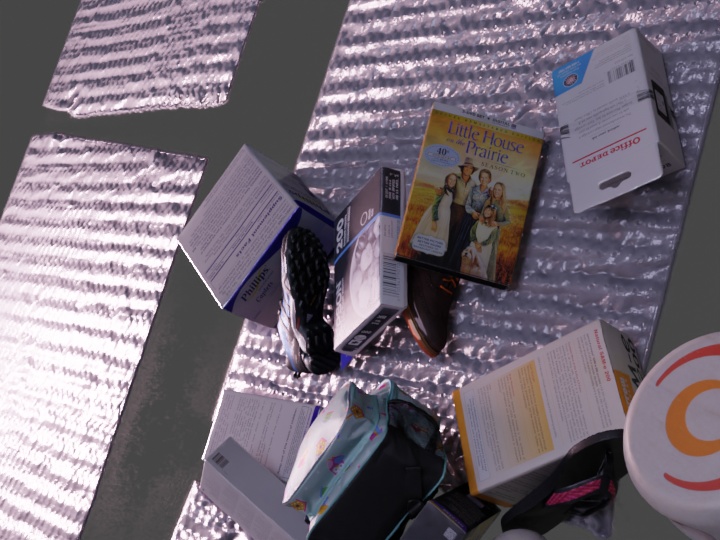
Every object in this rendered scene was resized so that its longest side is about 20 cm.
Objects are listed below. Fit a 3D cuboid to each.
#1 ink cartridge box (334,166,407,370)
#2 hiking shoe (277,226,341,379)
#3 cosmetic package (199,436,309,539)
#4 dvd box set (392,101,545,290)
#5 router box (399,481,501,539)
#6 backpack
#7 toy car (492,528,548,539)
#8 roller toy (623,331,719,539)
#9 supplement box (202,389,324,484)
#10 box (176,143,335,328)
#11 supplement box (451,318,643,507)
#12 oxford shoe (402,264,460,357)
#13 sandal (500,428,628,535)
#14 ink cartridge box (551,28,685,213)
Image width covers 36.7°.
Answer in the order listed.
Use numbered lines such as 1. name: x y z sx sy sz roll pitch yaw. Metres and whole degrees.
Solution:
1. ink cartridge box: 0.000 0.000 1.397 0.200 0.043 0.200 131 145 -53
2. hiking shoe: -0.087 0.044 1.466 0.086 0.074 0.202 -13 81 48
3. cosmetic package: -0.105 0.295 1.312 0.200 0.051 0.083 39 142 14
4. dvd box set: 0.132 -0.091 1.310 0.029 0.145 0.202 109 177 -77
5. router box: 0.056 0.325 1.151 0.052 0.157 0.201 38 101 18
6. backpack: 0.009 0.216 1.225 0.153 0.200 0.177 34 105 3
7. toy car: 0.133 0.356 1.066 0.200 0.149 0.176 -46 44 18
8. roller toy: 0.339 0.161 0.966 0.199 0.140 0.184 -22 45 35
9. supplement box: -0.097 0.223 1.397 0.199 0.101 0.104 1 71 45
10. box: -0.148 -0.050 1.581 0.184 0.105 0.200 -52 43 11
11. supplement box: 0.203 0.155 1.152 0.199 0.073 0.127 -30 51 31
12. oxford shoe: 0.092 0.009 1.341 0.072 0.071 0.202 -21 56 29
13. sandal: 0.217 0.227 1.091 0.200 0.075 0.045 -52 30 35
14. ink cartridge box: 0.291 -0.156 1.225 0.115 0.066 0.202 -24 55 35
